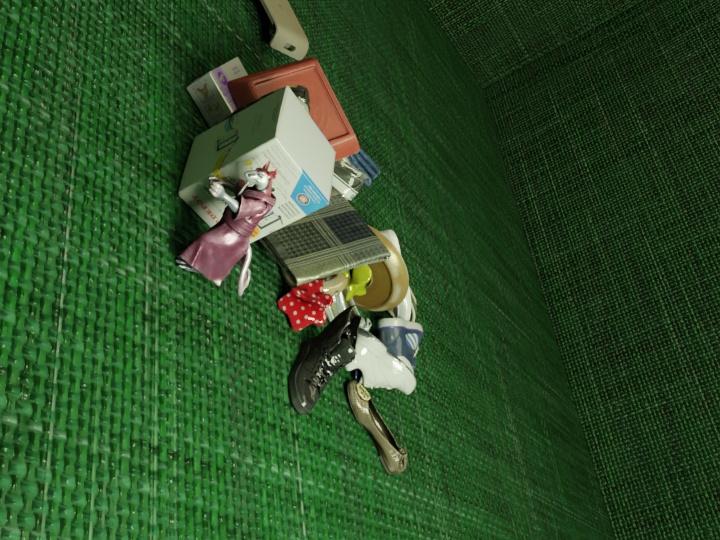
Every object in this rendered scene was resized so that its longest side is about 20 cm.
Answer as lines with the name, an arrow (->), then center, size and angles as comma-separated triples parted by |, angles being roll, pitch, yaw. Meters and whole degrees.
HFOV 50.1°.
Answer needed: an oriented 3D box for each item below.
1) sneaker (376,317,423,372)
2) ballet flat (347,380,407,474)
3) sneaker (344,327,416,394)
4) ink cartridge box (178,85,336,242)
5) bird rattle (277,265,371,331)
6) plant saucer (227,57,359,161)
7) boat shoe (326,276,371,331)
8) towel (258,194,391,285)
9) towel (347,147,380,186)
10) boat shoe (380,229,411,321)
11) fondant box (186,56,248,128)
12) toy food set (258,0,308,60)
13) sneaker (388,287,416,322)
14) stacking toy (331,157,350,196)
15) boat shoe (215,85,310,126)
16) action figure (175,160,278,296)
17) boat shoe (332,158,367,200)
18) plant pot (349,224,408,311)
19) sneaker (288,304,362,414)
sneaker -> 0.086, 0.186, 1.637 | 0.200, 0.079, 0.150 | 29, 55, -67
ballet flat -> 0.034, 0.290, 1.438 | 0.203, 0.046, 0.067 | 63, 22, -9
sneaker -> 0.033, 0.189, 1.475 | 0.200, 0.088, 0.074 | 42, -8, -36
ink cartridge box -> -0.162, -0.159, 1.232 | 0.148, 0.197, 0.147 | 49, 30, -35
bird rattle -> -0.075, 0.014, 1.381 | 0.163, 0.198, 0.114 | 45, -30, 30
plant saucer -> -0.109, -0.281, 1.379 | 0.197, 0.037, 0.203 | -26, 88, -33
boat shoe -> -0.023, 0.085, 1.482 | 0.205, 0.064, 0.075 | 62, 23, -12
towel -> -0.072, -0.053, 1.343 | 0.196, 0.035, 0.193 | -15, 46, -27
towel -> -0.048, -0.245, 1.624 | 0.199, 0.049, 0.112 | 31, -11, 49
boat shoe -> 0.060, 0.014, 1.662 | 0.072, 0.067, 0.205 | 175, -95, -72
fondant box -> -0.217, -0.273, 1.403 | 0.202, 0.057, 0.145 | 59, 23, -16
toy food set -> -0.204, -0.579, 1.743 | 0.203, 0.060, 0.143 | 63, 22, 11
sneaker -> 0.074, 0.044, 1.735 | 0.202, 0.066, 0.091 | 57, 19, -30
stacking toy -> -0.081, -0.184, 1.579 | 0.149, 0.144, 0.200 | 64, 5, -4
boat shoe -> -0.171, -0.251, 1.296 | 0.072, 0.197, 0.062 | 52, 31, -42
action figure -> -0.174, -0.066, 1.113 | 0.148, 0.200, 0.135 | 39, 17, -14
boat shoe -> -0.074, -0.219, 1.444 | 0.199, 0.064, 0.071 | 39, 7, -9
plant pot -> 0.000, 0.000, 1.468 | 0.028, 0.197, 0.202 | -47, 113, -43
sneaker -> -0.054, 0.148, 1.301 | 0.060, 0.103, 0.202 | 54, 25, -26
